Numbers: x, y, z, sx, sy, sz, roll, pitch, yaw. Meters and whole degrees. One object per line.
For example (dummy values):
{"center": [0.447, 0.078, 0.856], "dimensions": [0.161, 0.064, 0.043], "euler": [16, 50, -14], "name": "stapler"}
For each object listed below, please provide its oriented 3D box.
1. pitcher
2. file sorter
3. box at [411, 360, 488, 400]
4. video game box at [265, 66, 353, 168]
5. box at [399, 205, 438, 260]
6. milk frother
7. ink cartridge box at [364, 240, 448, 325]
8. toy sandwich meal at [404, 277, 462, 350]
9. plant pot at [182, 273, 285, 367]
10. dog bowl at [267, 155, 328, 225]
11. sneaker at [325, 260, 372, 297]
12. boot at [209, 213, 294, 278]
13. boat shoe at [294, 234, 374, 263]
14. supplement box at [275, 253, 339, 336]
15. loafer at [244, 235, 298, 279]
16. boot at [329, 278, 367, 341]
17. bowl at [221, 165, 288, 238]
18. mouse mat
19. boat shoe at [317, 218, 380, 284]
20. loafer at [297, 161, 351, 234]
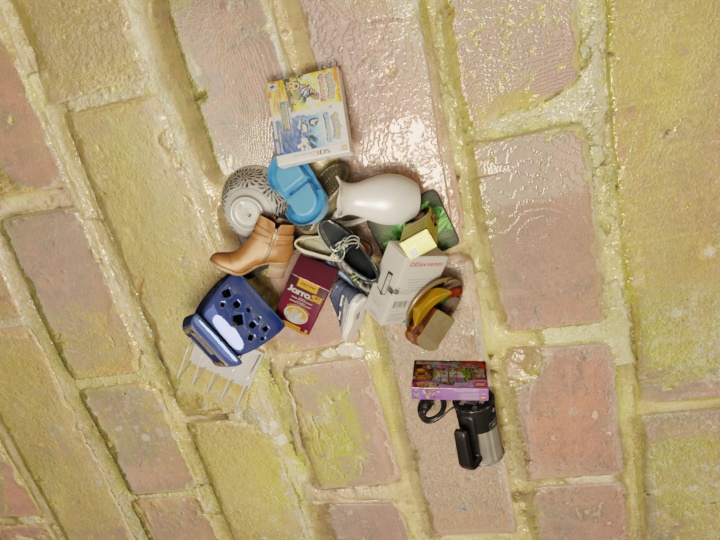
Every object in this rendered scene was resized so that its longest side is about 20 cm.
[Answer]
{"center": [0.034, -0.159, 1.394], "dimensions": [0.199, 0.122, 0.172], "euler": [-1, 154, -11], "name": "pitcher"}
{"center": [-0.403, 0.274, 1.643], "dimensions": [0.199, 0.125, 0.139], "euler": [25, 114, -1], "name": "file sorter"}
{"center": [0.239, 0.293, 1.541], "dimensions": [0.199, 0.137, 0.039], "euler": [-1, 113, 9], "name": "box"}
{"center": [-0.119, -0.355, 1.344], "dimensions": [0.181, 0.047, 0.201], "euler": [-9, 90, 10], "name": "video game box"}
{"center": [0.141, -0.092, 1.354], "dimensions": [0.075, 0.200, 0.050], "euler": [-29, 105, 17], "name": "box"}
{"center": [0.280, 0.439, 1.613], "dimensions": [0.200, 0.180, 0.189], "euler": [13, 123, 52], "name": "milk frother"}
{"center": [0.114, 0.029, 1.439], "dimensions": [0.145, 0.084, 0.201], "euler": [-2, 123, -38], "name": "ink cartridge box"}
{"center": [0.194, 0.110, 1.455], "dimensions": [0.204, 0.070, 0.206], "euler": [-24, 137, -24], "name": "toy sandwich meal"}
{"center": [-0.345, 0.139, 1.503], "dimensions": [0.180, 0.200, 0.200], "euler": [-45, 102, -23], "name": "plant pot"}
{"center": [-0.148, -0.198, 1.400], "dimensions": [0.111, 0.050, 0.201], "euler": [-35, 71, 16], "name": "dog bowl"}
{"center": [0.000, 0.000, 1.492], "dimensions": [0.199, 0.071, 0.083], "euler": [37, 119, -4], "name": "sneaker"}
{"center": [-0.262, -0.064, 1.412], "dimensions": [0.199, 0.077, 0.156], "euler": [11, 118, -12], "name": "boot"}
{"center": [-0.066, -0.058, 1.439], "dimensions": [0.199, 0.063, 0.072], "euler": [8, 90, 10], "name": "boat shoe"}
{"center": [-0.146, 0.066, 1.505], "dimensions": [0.110, 0.086, 0.200], "euler": [25, 133, -2], "name": "supplement box"}
{"center": [-0.240, -0.034, 1.523], "dimensions": [0.200, 0.068, 0.071], "euler": [-23, 119, 20], "name": "loafer"}
{"center": [-0.040, 0.104, 1.532], "dimensions": [0.090, 0.073, 0.201], "euler": [39, 144, 19], "name": "boot"}
{"center": [-0.274, -0.157, 1.459], "dimensions": [0.199, 0.094, 0.202], "euler": [3, 113, 7], "name": "bowl"}
{"center": [0.133, -0.099, 1.466], "dimensions": [0.199, 0.008, 0.162], "euler": [-24, 107, 16], "name": "mouse mat"}
{"center": [-0.029, -0.047, 1.377], "dimensions": [0.075, 0.062, 0.200], "euler": [-38, 90, -3], "name": "boat shoe"}
{"center": [-0.087, -0.179, 1.435], "dimensions": [0.076, 0.067, 0.200], "euler": [39, 100, 22], "name": "loafer"}
